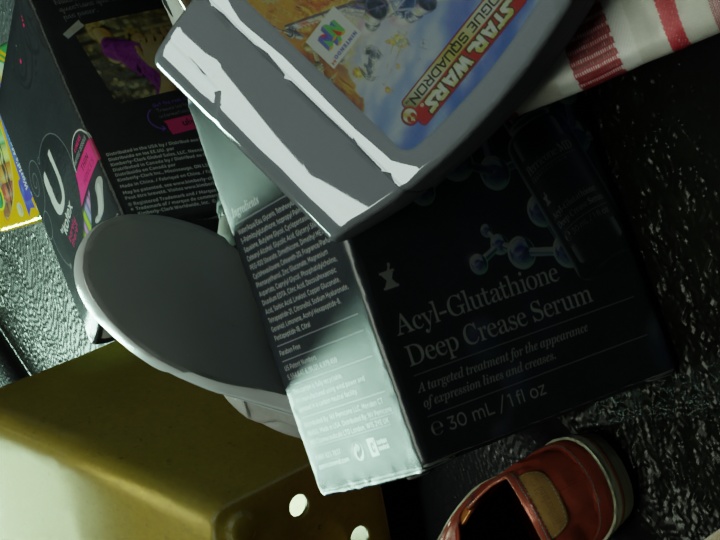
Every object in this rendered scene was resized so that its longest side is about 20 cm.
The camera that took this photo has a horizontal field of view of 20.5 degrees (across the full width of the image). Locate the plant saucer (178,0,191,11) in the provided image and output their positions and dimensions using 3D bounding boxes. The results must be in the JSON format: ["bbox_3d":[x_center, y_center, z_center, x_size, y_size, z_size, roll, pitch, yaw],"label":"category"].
[{"bbox_3d":[-0.026,-0.198,0.905,0.029,0.200,0.201,18,125,23],"label":"plant saucer"}]

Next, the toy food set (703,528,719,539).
[{"bbox_3d":[0.170,0.194,0.894,0.144,0.060,0.200,63,149,16],"label":"toy food set"}]

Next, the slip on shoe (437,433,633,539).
[{"bbox_3d":[0.072,0.144,1.034,0.074,0.061,0.200,61,150,15],"label":"slip on shoe"}]

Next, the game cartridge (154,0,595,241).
[{"bbox_3d":[0.019,-0.116,0.809,0.133,0.041,0.200,45,109,17],"label":"game cartridge"}]

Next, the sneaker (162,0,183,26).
[{"bbox_3d":[-0.107,-0.183,1.144,0.130,0.079,0.200,-32,77,61],"label":"sneaker"}]

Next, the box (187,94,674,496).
[{"bbox_3d":[0.032,-0.017,0.927,0.107,0.148,0.201,-25,84,60],"label":"box"}]

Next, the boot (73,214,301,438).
[{"bbox_3d":[-0.063,0.040,0.980,0.095,0.199,0.074,-23,43,59],"label":"boot"}]

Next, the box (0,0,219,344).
[{"bbox_3d":[-0.139,-0.075,1.207,0.201,0.106,0.123,63,150,30],"label":"box"}]

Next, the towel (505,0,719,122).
[{"bbox_3d":[0.068,-0.142,0.819,0.199,0.023,0.145,-21,85,25],"label":"towel"}]

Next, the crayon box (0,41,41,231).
[{"bbox_3d":[-0.232,-0.100,1.428,0.200,0.051,0.126,-11,96,61],"label":"crayon box"}]

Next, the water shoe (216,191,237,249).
[{"bbox_3d":[-0.039,-0.031,1.056,0.200,0.071,0.079,108,163,-82],"label":"water shoe"}]

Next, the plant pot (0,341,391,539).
[{"bbox_3d":[-0.084,0.150,1.177,0.199,0.195,0.195,12,119,50],"label":"plant pot"}]

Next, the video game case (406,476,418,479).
[{"bbox_3d":[0.000,0.000,1.121,0.200,0.018,0.144,56,147,27],"label":"video game case"}]
